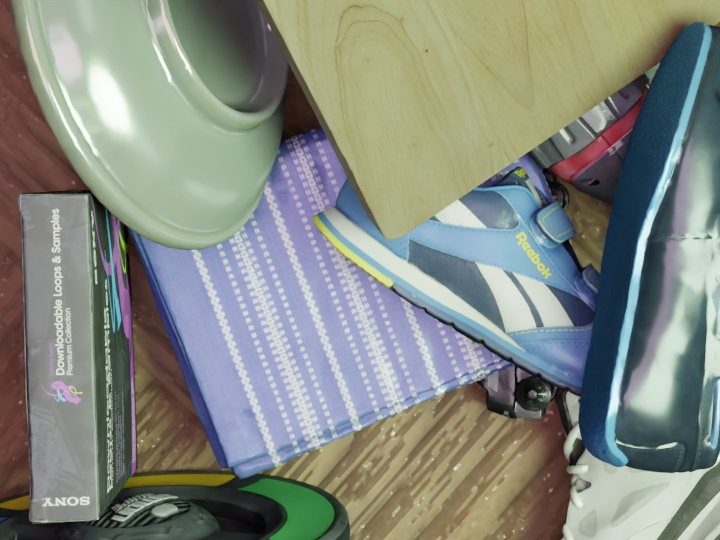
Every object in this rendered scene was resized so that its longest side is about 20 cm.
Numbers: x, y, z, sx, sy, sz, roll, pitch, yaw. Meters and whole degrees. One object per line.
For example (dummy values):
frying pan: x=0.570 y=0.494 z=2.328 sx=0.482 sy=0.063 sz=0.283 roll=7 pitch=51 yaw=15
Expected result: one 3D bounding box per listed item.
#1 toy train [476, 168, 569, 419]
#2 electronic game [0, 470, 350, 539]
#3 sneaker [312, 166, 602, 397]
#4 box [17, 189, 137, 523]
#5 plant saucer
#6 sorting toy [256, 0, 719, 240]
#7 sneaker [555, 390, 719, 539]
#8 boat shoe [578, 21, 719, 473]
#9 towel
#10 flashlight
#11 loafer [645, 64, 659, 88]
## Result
toy train: x=0.078 y=-0.027 z=1.276 sx=0.046 sy=0.034 sz=0.201 roll=4 pitch=93 yaw=12
electronic game: x=-0.104 y=0.126 z=1.202 sx=0.199 sy=0.200 sz=0.042 roll=-3 pitch=100 yaw=1
sneaker: x=0.078 y=0.002 z=1.205 sx=0.200 sy=0.074 sz=0.082 roll=32 pitch=88 yaw=0
box: x=-0.129 y=0.034 z=1.198 sx=0.036 sy=0.200 sz=0.143 roll=-2 pitch=93 yaw=1
plant saucer: x=-0.080 y=-0.111 z=1.165 sx=0.050 sy=0.200 sz=0.201 roll=-15 pitch=92 yaw=27
sorting toy: x=0.049 y=-0.143 z=1.118 sx=0.199 sy=0.200 sz=0.070 roll=-34 pitch=50 yaw=-5
sneaker: x=0.119 y=0.123 z=1.274 sx=0.200 sy=0.076 sz=0.115 roll=-45 pitch=65 yaw=14
boat shoe: x=0.148 y=-0.008 z=1.158 sx=0.068 sy=0.084 sz=0.201 roll=13 pitch=90 yaw=-10
towel: x=0.000 y=0.000 z=1.253 sx=0.200 sy=0.024 sz=0.145 roll=-22 pitch=90 yaw=1
flashlight: x=0.155 y=-0.017 z=1.235 sx=0.200 sy=0.068 sz=0.068 roll=51 pitch=55 yaw=-9
loafer: x=0.174 y=-0.074 z=1.255 sx=0.200 sy=0.063 sz=0.072 roll=43 pitch=93 yaw=-1
